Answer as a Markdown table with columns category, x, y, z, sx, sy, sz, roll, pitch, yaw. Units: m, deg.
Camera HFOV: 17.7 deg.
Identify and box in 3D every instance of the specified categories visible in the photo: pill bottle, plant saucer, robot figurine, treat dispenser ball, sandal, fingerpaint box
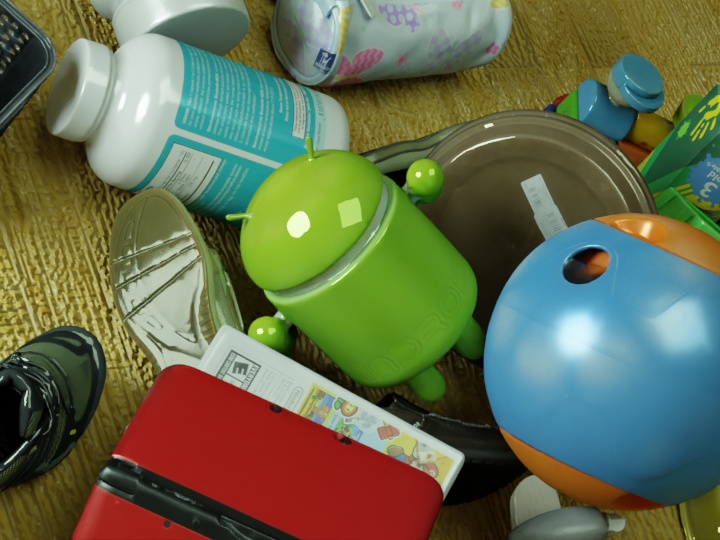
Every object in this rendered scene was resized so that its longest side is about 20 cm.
| category | x | y | z | sx | sy | sz | roll | pitch | yaw |
| --- | --- | --- | --- | --- | --- | --- | --- | --- | --- |
| pill bottle | -0.158 | -0.250 | 1.689 | 0.114 | 0.114 | 0.200 | -6 | 65 | -39 |
| plant saucer | 0.120 | -0.017 | 1.684 | 0.200 | 0.200 | 0.029 | 51 | 20 | 4 |
| robot figurine | 0.000 | 0.000 | 1.575 | 0.200 | 0.175 | 0.116 | 45 | 0 | -28 |
| pill bottle | -0.116 | -0.098 | 1.619 | 0.200 | 0.111 | 0.111 | 19 | 51 | -27 |
| treat dispenser ball | 0.183 | 0.062 | 1.562 | 0.200 | 0.201 | 0.201 | 19 | 51 | -26 |
| sandal | 0.050 | -0.074 | 1.764 | 0.201 | 0.080 | 0.058 | -16 | 88 | -36 |
| fingerpaint box | 0.310 | -0.025 | 1.845 | 0.200 | 0.167 | 0.073 | 33 | 33 | -16 |

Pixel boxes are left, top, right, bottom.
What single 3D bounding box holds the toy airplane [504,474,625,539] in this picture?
| category | x | y | z | sx | sy | sz | roll | pitch | yaw |
| --- | --- | --- | --- | --- | --- | --- | --- | --- | --- |
| toy airplane | 0.147 | 0.255 | 1.554 | 0.200 | 0.141 | 0.199 | 46 | 45 | -2 |

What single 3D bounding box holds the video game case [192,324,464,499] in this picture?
| category | x | y | z | sx | sy | sz | roll | pitch | yaw |
| --- | --- | --- | --- | --- | --- | --- | --- | --- | --- |
| video game case | -0.057 | 0.159 | 1.470 | 0.182 | 0.023 | 0.200 | 28 | 67 | 4 |

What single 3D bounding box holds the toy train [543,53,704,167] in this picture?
| category | x | y | z | sx | sy | sz | roll | pitch | yaw |
| --- | --- | --- | --- | --- | --- | --- | --- | --- | --- |
| toy train | 0.255 | -0.100 | 1.893 | 0.200 | 0.116 | 0.085 | 24 | 47 | -22 |

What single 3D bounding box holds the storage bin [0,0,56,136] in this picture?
| category | x | y | z | sx | sy | sz | roll | pitch | yaw |
| --- | --- | --- | --- | --- | --- | --- | --- | --- | --- |
| storage bin | -0.318 | -0.149 | 1.515 | 0.200 | 0.094 | 0.135 | 42 | 45 | -7 |

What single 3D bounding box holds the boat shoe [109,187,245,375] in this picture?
| category | x | y | z | sx | sy | sz | roll | pitch | yaw |
| --- | --- | --- | --- | --- | --- | --- | --- | --- | --- |
| boat shoe | -0.111 | 0.040 | 1.566 | 0.201 | 0.073 | 0.063 | 64 | 13 | 19 |

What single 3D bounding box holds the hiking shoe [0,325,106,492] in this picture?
| category | x | y | z | sx | sy | sz | roll | pitch | yaw |
| --- | --- | --- | --- | --- | --- | --- | --- | --- | --- |
| hiking shoe | -0.209 | 0.091 | 1.427 | 0.076 | 0.101 | 0.200 | 45 | 45 | -3 |

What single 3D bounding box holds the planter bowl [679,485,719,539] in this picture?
| category | x | y | z | sx | sy | sz | roll | pitch | yaw |
| --- | --- | --- | --- | --- | --- | --- | --- | --- | --- |
| planter bowl | 0.350 | 0.189 | 1.793 | 0.200 | 0.083 | 0.201 | 19 | 51 | -25 |

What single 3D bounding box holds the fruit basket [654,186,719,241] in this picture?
| category | x | y | z | sx | sy | sz | roll | pitch | yaw |
| --- | --- | --- | --- | --- | --- | --- | --- | --- | --- |
| fruit basket | 0.240 | 0.071 | 1.767 | 0.215 | 0.216 | 0.156 | 31 | 12 | -16 |

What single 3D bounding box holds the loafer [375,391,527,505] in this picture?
| category | x | y | z | sx | sy | sz | roll | pitch | yaw |
| --- | --- | --- | --- | --- | --- | --- | --- | --- | --- |
| loafer | 0.035 | 0.115 | 1.613 | 0.200 | 0.073 | 0.072 | 8 | 56 | -34 |

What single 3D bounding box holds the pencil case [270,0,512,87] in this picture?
| category | x | y | z | sx | sy | sz | roll | pitch | yaw |
| --- | --- | --- | --- | --- | --- | --- | --- | --- | --- |
| pencil case | 0.026 | -0.195 | 1.807 | 0.200 | 0.091 | 0.083 | -8 | 45 | -42 |

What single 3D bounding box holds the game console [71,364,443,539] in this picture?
| category | x | y | z | sx | sy | sz | roll | pitch | yaw |
| --- | --- | --- | --- | --- | --- | --- | --- | --- | --- |
| game console | -0.072 | 0.179 | 1.438 | 0.200 | 0.173 | 0.119 | 24 | 8 | 3 |
